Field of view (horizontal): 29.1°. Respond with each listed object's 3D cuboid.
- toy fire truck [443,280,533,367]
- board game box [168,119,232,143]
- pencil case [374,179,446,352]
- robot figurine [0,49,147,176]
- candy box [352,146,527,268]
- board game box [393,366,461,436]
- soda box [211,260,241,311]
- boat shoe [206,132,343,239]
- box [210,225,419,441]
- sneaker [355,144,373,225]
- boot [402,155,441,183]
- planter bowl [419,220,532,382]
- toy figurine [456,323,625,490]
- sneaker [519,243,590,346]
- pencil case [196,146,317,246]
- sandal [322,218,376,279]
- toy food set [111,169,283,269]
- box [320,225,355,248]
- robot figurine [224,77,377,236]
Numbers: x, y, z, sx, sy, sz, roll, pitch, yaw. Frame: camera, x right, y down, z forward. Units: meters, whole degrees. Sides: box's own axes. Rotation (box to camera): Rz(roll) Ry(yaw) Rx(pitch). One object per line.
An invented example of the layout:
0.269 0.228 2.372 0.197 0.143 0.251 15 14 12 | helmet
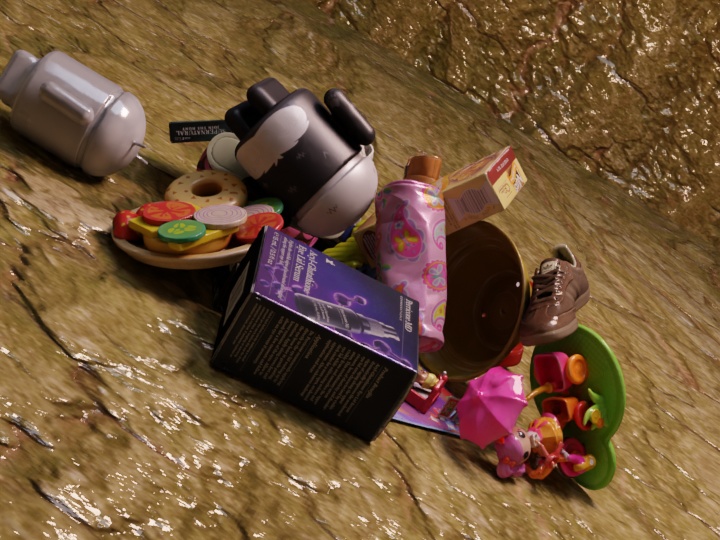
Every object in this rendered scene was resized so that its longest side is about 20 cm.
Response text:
0.137 0.044 1.888 0.166 0.113 0.200 5 24 -15 | toy fire truck
-0.151 -0.186 1.821 0.198 0.028 0.135 -3 6 -8 | board game box
0.057 -0.005 1.620 0.087 0.087 0.202 14 67 -41 | pencil case
-0.347 -0.191 1.701 0.199 0.113 0.170 30 -1 1 | robot figurine
0.100 -0.079 1.734 0.056 0.199 0.115 62 28 -9 | candy box
0.057 0.123 1.622 0.199 0.039 0.158 19 21 -35 | board game box
-0.133 -0.009 1.638 0.070 0.064 0.200 25 19 -17 | soda box
-0.103 -0.100 1.741 0.200 0.072 0.061 34 -17 5 | boat shoe
-0.044 0.066 1.476 0.199 0.105 0.148 26 28 -13 | box
-0.013 -0.121 1.945 0.075 0.100 0.200 40 -20 23 | sneaker
0.061 -0.082 1.933 0.076 0.157 0.200 7 -2 -13 | boot
0.156 0.045 1.729 0.083 0.201 0.201 14 24 -40 | planter bowl
0.192 0.175 1.589 0.183 0.202 0.150 -12 3 -38 | toy figurine
0.220 0.028 1.633 0.076 0.070 0.200 71 22 -10 | sneaker
-0.131 -0.099 1.853 0.093 0.091 0.200 -24 51 -31 | pencil case
0.000 0.000 1.812 0.079 0.088 0.200 3 22 31 | sandal
-0.183 -0.056 1.578 0.199 0.049 0.197 -21 31 -39 | toy food set
-0.061 -0.098 1.877 0.121 0.032 0.200 41 -14 28 | box
-0.068 -0.135 1.653 0.200 0.125 0.150 47 -27 -1 | robot figurine
